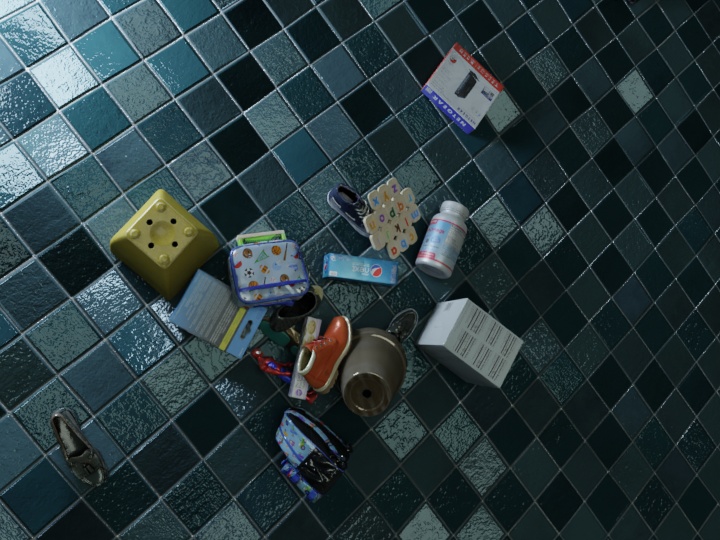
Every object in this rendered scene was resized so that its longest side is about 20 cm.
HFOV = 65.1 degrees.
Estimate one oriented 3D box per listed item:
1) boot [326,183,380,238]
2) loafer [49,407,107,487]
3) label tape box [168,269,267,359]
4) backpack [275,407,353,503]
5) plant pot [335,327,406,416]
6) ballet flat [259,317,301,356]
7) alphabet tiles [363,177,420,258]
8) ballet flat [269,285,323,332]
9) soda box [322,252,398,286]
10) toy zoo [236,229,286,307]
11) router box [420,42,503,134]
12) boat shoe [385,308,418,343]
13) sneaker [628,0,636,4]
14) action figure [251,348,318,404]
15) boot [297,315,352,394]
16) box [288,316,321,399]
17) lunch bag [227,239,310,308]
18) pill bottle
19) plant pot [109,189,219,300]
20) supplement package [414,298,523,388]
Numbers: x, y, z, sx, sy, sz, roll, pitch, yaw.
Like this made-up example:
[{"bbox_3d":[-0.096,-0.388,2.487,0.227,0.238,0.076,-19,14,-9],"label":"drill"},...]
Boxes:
[{"bbox_3d":[-0.001,-0.158,1.536,0.198,0.090,0.073,33,75,-11],"label":"boot"},{"bbox_3d":[-0.646,0.407,1.279,0.071,0.063,0.202,-31,93,-18],"label":"loafer"},{"bbox_3d":[-0.354,0.111,1.406,0.198,0.063,0.146,32,74,-13],"label":"label tape box"},{"bbox_3d":[-0.131,0.438,1.383,0.199,0.183,0.135,41,90,5],"label":"backpack"},{"bbox_3d":[0.021,0.267,1.409,0.196,0.174,0.204,1,105,3],"label":"plant pot"},{"bbox_3d":[-0.175,0.175,1.465,0.199,0.070,0.066,41,46,-12],"label":"ballet flat"},{"bbox_3d":[0.089,-0.145,1.565,0.199,0.014,0.198,-37,114,-33],"label":"alphabet tiles"},{"bbox_3d":[-0.155,0.094,1.446,0.067,0.057,0.200,46,44,3],"label":"ballet flat"},{"bbox_3d":[0.000,0.000,1.529,0.196,0.068,0.065,8,82,-16],"label":"soda box"},{"bbox_3d":[-0.233,-0.003,1.446,0.129,0.020,0.203,-8,72,-27],"label":"toy zoo"},{"bbox_3d":[0.309,-0.548,1.703,0.199,0.049,0.181,38,74,-10],"label":"router box"},{"bbox_3d":[0.093,0.183,1.543,0.069,0.057,0.200,47,73,-7],"label":"boat shoe"},{"bbox_3d":[0.894,-0.994,1.931,0.199,0.069,0.100,35,77,-10],"label":"sneaker"},{"bbox_3d":[-0.194,0.263,1.440,0.199,0.066,0.052,36,99,-12],"label":"action figure"},{"bbox_3d":[-0.087,0.186,1.379,0.107,0.074,0.202,43,55,-36],"label":"boot"},{"bbox_3d":[-0.138,0.217,1.410,0.041,0.039,0.204,16,77,-18],"label":"box"},{"bbox_3d":[-0.223,0.012,1.390,0.197,0.076,0.163,-8,74,-25],"label":"lunch bag"},{"bbox_3d":[0.236,-0.088,1.594,0.107,0.109,0.203,25,76,-13],"label":"pill bottle"},{"bbox_3d":[-0.461,-0.072,1.324,0.195,0.200,0.195,41,74,-8],"label":"plant pot"},{"bbox_3d":[0.291,0.196,1.533,0.199,0.191,0.148,36,75,-11],"label":"supplement package"}]
